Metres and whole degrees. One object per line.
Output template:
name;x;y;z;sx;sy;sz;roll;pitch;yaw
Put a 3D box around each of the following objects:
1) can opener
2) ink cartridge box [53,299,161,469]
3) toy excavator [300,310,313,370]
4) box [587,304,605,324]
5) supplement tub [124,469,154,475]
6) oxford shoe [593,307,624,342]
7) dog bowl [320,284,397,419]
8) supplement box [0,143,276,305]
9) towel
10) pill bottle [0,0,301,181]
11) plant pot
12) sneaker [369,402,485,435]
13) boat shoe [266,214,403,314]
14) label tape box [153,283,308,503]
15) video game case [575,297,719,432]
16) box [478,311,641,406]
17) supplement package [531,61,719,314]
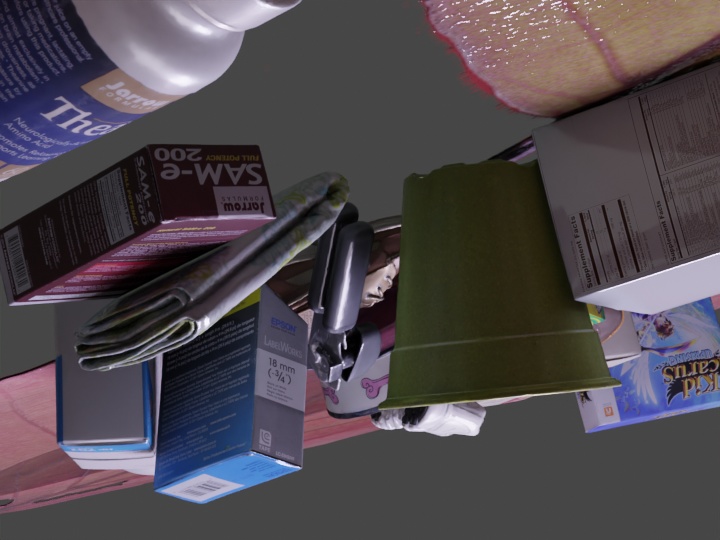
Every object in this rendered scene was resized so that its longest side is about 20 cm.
can opener;-0.009;0.023;1.600;0.067;0.053;0.200;-16;139;-28
ink cartridge box;-0.226;0.099;1.663;0.086;0.147;0.200;-2;168;-4
toy excavator;-0.089;0.051;1.801;0.194;0.100;0.200;-7;-179;-33
box;0.184;-0.006;1.730;0.048;0.118;0.200;-16;169;16
supplement tub;-0.208;0.147;1.941;0.144;0.145;0.200;-15;168;9
oxford shoe;0.189;0.079;1.894;0.199;0.072;0.073;-23;-172;-8
dog bowl;0.039;0.071;1.886;0.200;0.074;0.200;-28;-168;6
supplement box;-0.168;-0.032;1.337;0.109;0.061;0.200;-4;166;-46
towel;-0.115;0.004;1.424;0.171;0.048;0.200;-21;-165;48
pill bottle;-0.123;-0.121;0.835;0.200;0.111;0.111;-21;167;32
plant pot;0.103;0.010;1.492;0.199;0.191;0.200;-6;177;0
sneaker;0.067;0.143;1.940;0.081;0.075;0.200;17;179;-19
boat shoe;0.000;0.000;1.658;0.199;0.072;0.076;-15;169;8
label tape box;-0.113;0.090;1.611;0.063;0.201;0.144;21;149;-36
video game case;0.342;0.088;2.201;0.199;0.182;0.045;-9;168;-22
box;0.202;0.068;2.082;0.109;0.128;0.200;-4;165;-41
supplement package;0.277;-0.066;1.473;0.199;0.148;0.191;-19;167;25
